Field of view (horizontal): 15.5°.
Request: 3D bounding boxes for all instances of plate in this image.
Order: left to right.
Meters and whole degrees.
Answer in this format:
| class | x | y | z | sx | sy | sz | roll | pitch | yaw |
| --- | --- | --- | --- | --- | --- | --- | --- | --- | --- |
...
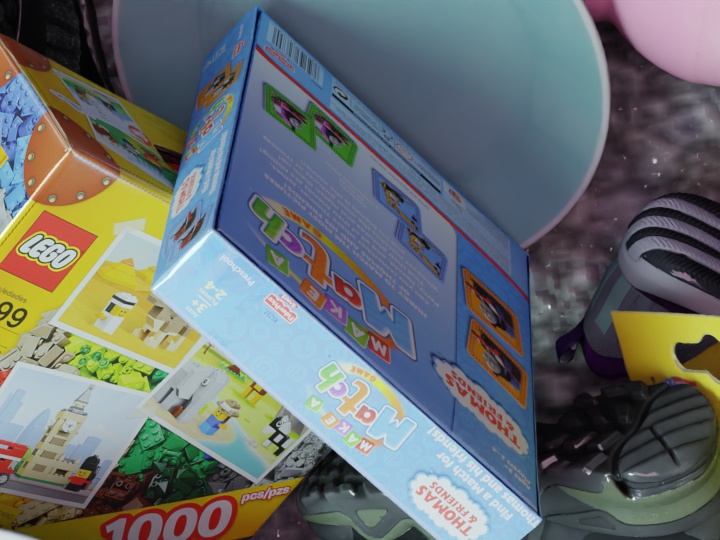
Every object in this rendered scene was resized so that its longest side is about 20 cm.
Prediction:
| class | x | y | z | sx | sy | sz | roll | pitch | yaw |
| --- | --- | --- | --- | --- | --- | --- | --- | --- | --- |
| plate | 0.001 | -0.081 | 1.025 | 0.199 | 0.026 | 0.201 | 10 | 131 | 12 |

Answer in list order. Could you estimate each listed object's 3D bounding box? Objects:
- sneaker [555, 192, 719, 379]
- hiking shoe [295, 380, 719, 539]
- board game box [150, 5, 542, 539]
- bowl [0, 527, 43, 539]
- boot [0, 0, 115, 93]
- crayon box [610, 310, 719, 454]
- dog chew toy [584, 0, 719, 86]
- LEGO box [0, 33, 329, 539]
| class | x | y | z | sx | sy | sz | roll | pitch | yaw |
| --- | --- | --- | --- | --- | --- | --- | --- | --- | --- |
| sneaker | 0.179 | 0.046 | 1.052 | 0.200 | 0.075 | 0.088 | 30 | 129 | -6 |
| hiking shoe | 0.059 | 0.102 | 0.989 | 0.200 | 0.076 | 0.101 | -5 | 119 | 45 |
| board game box | 0.000 | 0.000 | 0.942 | 0.151 | 0.200 | 0.037 | 42 | 110 | -16 |
| bowl | -0.163 | 0.171 | 0.960 | 0.200 | 0.105 | 0.202 | -4 | 105 | -15 |
| boot | -0.136 | -0.053 | 1.013 | 0.079 | 0.158 | 0.212 | -19 | 91 | 5 |
| crayon box | 0.173 | 0.097 | 0.951 | 0.051 | 0.127 | 0.201 | -28 | 104 | -24 |
| dog chew toy | 0.099 | -0.146 | 1.016 | 0.199 | 0.125 | 0.125 | 17 | 93 | 12 |
| LEGO box | -0.096 | 0.023 | 0.984 | 0.149 | 0.200 | 0.077 | -49 | 47 | 13 |
